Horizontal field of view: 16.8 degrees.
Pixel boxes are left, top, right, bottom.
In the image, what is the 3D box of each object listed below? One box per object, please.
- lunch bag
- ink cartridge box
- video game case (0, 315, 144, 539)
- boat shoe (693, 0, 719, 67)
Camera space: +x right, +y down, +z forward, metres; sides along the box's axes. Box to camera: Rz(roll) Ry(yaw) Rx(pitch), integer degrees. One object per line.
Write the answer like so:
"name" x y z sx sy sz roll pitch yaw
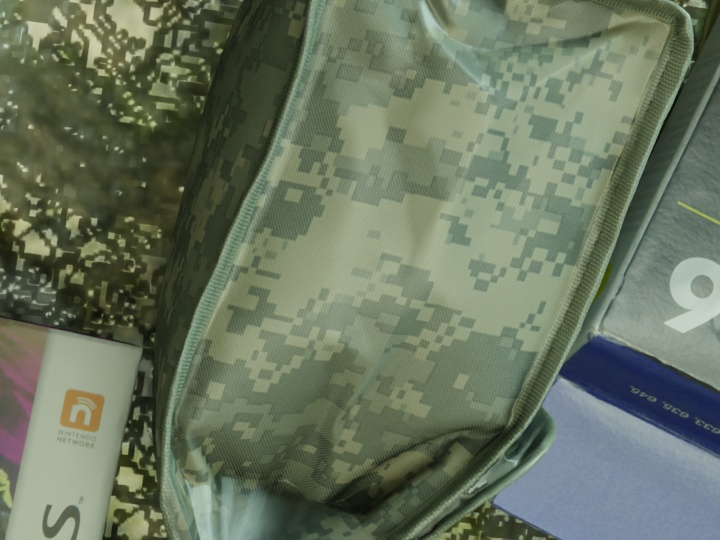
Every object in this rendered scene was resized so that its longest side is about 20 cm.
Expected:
"lunch bag" 0.000 0.000 0.702 0.117 0.164 0.200 21 93 -9
"ink cartridge box" 0.169 0.023 0.720 0.197 0.047 0.200 26 83 -4
"video game case" -0.176 0.089 0.684 0.200 0.036 0.182 13 84 -11
"boat shoe" 0.138 -0.007 0.764 0.073 0.063 0.200 -1 90 9
